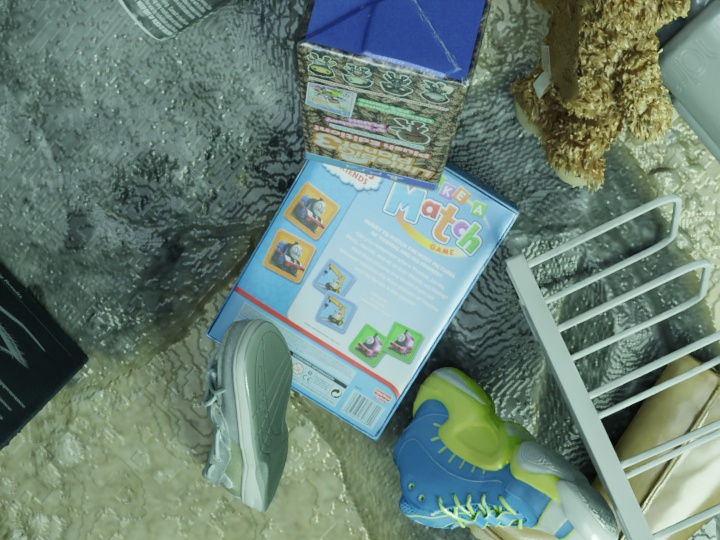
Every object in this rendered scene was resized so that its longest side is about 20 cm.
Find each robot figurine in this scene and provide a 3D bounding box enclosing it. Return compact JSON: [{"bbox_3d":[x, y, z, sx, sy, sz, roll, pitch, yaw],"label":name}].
[{"bbox_3d":[0.271,-0.126,0.777,0.113,0.170,0.200,-40,87,-24],"label":"robot figurine"}]

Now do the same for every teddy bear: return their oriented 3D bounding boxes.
[{"bbox_3d":[0.155,-0.143,0.774,0.066,0.145,0.202,-12,128,-21],"label":"teddy bear"}]

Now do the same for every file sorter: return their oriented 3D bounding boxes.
[{"bbox_3d":[0.196,0.073,0.793,0.123,0.139,0.202,-24,73,6],"label":"file sorter"}]

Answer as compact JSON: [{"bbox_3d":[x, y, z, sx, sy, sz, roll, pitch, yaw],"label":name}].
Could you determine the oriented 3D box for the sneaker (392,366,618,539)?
[{"bbox_3d":[0.092,0.158,0.839,0.075,0.200,0.105,34,96,-40],"label":"sneaker"}]

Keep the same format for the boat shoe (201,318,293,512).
[{"bbox_3d":[-0.089,0.105,0.858,0.064,0.075,0.203,15,145,9],"label":"boat shoe"}]

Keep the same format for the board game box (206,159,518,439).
[{"bbox_3d":[0.000,0.000,0.872,0.150,0.037,0.201,31,105,-2],"label":"board game box"}]

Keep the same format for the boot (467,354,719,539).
[{"bbox_3d":[0.189,0.144,0.888,0.174,0.066,0.201,32,101,-7],"label":"boot"}]

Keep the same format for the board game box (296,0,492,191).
[{"bbox_3d":[0.028,-0.160,0.732,0.096,0.200,0.162,14,79,2],"label":"board game box"}]

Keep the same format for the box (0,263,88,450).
[{"bbox_3d":[-0.301,0.071,0.839,0.104,0.200,0.148,-41,96,13],"label":"box"}]

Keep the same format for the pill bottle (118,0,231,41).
[{"bbox_3d":[-0.079,-0.248,0.794,0.198,0.106,0.107,-29,99,10],"label":"pill bottle"}]
